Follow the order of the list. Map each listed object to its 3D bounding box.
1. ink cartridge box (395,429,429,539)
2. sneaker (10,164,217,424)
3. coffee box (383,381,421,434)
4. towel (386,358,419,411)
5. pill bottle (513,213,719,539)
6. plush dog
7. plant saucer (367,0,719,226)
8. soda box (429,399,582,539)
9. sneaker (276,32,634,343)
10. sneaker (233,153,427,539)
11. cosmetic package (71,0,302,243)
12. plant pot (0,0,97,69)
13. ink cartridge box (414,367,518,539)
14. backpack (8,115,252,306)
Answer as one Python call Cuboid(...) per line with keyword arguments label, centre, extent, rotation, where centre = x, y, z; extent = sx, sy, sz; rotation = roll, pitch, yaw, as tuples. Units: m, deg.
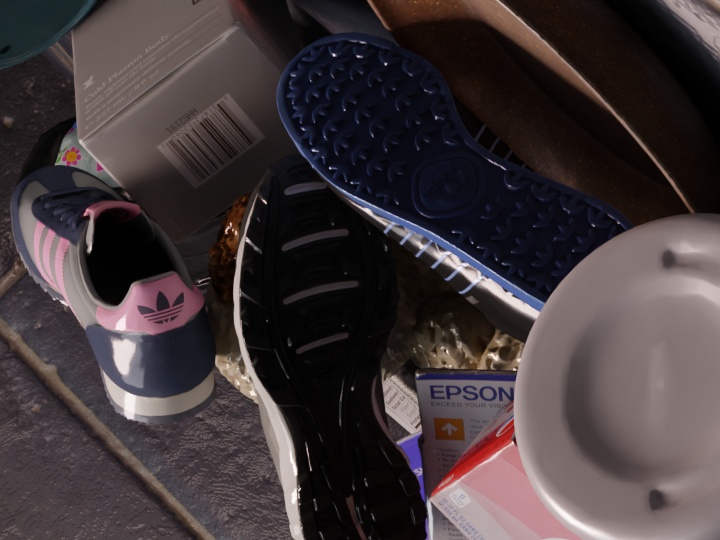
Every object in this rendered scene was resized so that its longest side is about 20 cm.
Cuboid(label="ink cartridge box", centre=(0.135, 0.124, 0.918), extent=(0.200, 0.198, 0.044), rotation=(45, -151, -32))
Cuboid(label="sneaker", centre=(-0.123, -0.014, 0.903), extent=(0.200, 0.070, 0.082), rotation=(47, 148, 44))
Cuboid(label="coffee box", centre=(0.086, 0.067, 1.137), extent=(0.200, 0.080, 0.114), rotation=(41, -151, 5))
Cuboid(label="towel", centre=(0.070, 0.039, 1.050), extent=(0.192, 0.035, 0.200), rotation=(43, -149, 18))
Cuboid(label="pill bottle", centre=(0.156, 0.069, 0.665), extent=(0.200, 0.120, 0.120), rotation=(30, -174, -46))
Cuboid(label="plush dog", centre=(0.000, 0.000, 0.913), extent=(0.160, 0.171, 0.201), rotation=(41, 157, 53))
Cuboid(label="plant saucer", centre=(0.075, -0.072, 0.707), extent=(0.200, 0.037, 0.200), rotation=(43, 175, 5))
Cuboid(label="soda box", centre=(0.128, 0.135, 0.763), extent=(0.200, 0.063, 0.070), rotation=(46, 139, -1))
Cuboid(label="sneaker", centre=(0.043, -0.023, 0.759), extent=(0.200, 0.070, 0.078), rotation=(41, 169, 33))
Cuboid(label="sneaker", centre=(-0.022, 0.044, 0.828), extent=(0.079, 0.074, 0.201), rotation=(-137, 37, -65))
Cuboid(label="cosmetic package", centre=(-0.092, -0.114, 0.986), extent=(0.090, 0.107, 0.200), rotation=(48, -169, -32))
Cuboid(label="plant pot", centre=(-0.210, -0.188, 0.979), extent=(0.135, 0.200, 0.200), rotation=(52, 176, 13))
Cuboid(label="ink cartridge box", centre=(0.129, 0.116, 0.853), extent=(0.041, 0.199, 0.201), rotation=(-73, -18, -54))
Cuboid(label="backpack", centre=(-0.089, -0.052, 1.116), extent=(0.199, 0.127, 0.167), rotation=(-9, 153, 30))
